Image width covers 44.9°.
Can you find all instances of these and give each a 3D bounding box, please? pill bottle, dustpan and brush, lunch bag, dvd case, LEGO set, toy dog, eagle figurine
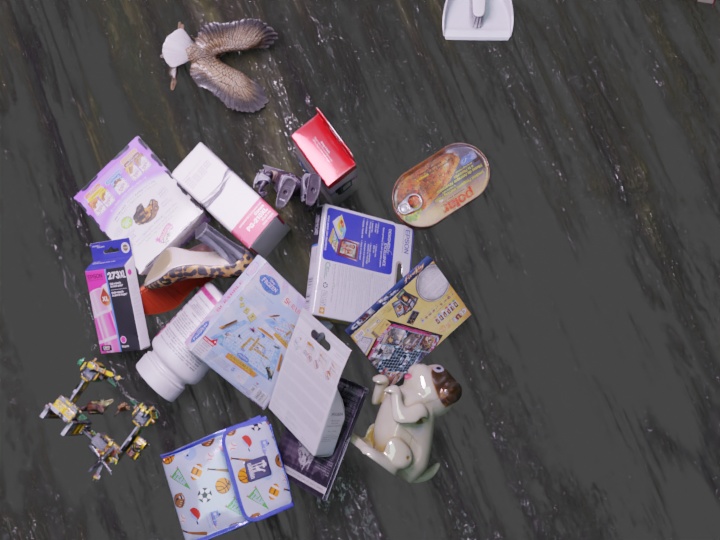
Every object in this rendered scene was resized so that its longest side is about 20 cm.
[{"bbox_3d":[-0.303,0.130,1.571,0.113,0.113,0.200,43,85,9],"label":"pill bottle"},{"bbox_3d":[0.228,-0.552,1.677,0.136,0.057,0.206,1,81,4],"label":"dustpan and brush"},{"bbox_3d":[-0.229,0.366,1.524,0.196,0.124,0.174,-19,80,-2],"label":"lunch bag"},{"bbox_3d":[-0.074,0.283,1.541,0.147,0.016,0.204,15,80,43],"label":"dvd case"},{"bbox_3d":[-0.470,0.256,1.558,0.154,0.116,0.200,-44,82,-4],"label":"LEGO set"},{"bbox_3d":[0.095,0.256,1.518,0.192,0.139,0.202,34,83,-10],"label":"toy dog"},{"bbox_3d":[-0.268,-0.405,1.652,0.196,0.153,0.153,17,62,11],"label":"eagle figurine"}]

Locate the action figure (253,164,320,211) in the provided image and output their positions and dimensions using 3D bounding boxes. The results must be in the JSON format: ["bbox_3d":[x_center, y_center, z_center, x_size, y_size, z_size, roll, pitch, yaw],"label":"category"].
[{"bbox_3d":[-0.127,-0.147,1.568,0.127,0.200,0.071,9,96,-13],"label":"action figure"}]

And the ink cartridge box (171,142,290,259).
[{"bbox_3d":[-0.234,-0.125,1.591,0.199,0.145,0.085,42,87,9],"label":"ink cartridge box"}]

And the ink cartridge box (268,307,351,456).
[{"bbox_3d":[-0.077,0.191,1.506,0.159,0.047,0.204,36,111,46],"label":"ink cartridge box"}]

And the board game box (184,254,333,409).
[{"bbox_3d":[-0.176,0.112,1.542,0.200,0.041,0.200,-49,126,-6],"label":"board game box"}]

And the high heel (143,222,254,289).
[{"bbox_3d":[-0.284,0.009,1.552,0.198,0.142,0.072,-33,38,28],"label":"high heel"}]

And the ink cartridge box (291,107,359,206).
[{"bbox_3d":[-0.062,-0.200,1.566,0.067,0.200,0.117,-36,80,-4],"label":"ink cartridge box"}]

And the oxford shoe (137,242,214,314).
[{"bbox_3d":[-0.349,0.016,1.627,0.197,0.072,0.073,-27,39,8],"label":"oxford shoe"}]

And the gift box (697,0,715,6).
[{"bbox_3d":[0.615,-0.601,1.608,0.182,0.184,0.205,13,85,14],"label":"gift box"}]

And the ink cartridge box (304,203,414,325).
[{"bbox_3d":[0.000,0.000,1.586,0.196,0.047,0.203,13,76,-31],"label":"ink cartridge box"}]

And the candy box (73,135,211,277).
[{"bbox_3d":[-0.408,-0.116,1.638,0.167,0.072,0.200,-43,81,-4],"label":"candy box"}]

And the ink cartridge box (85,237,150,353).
[{"bbox_3d":[-0.448,0.048,1.593,0.093,0.037,0.205,-7,95,23],"label":"ink cartridge box"}]

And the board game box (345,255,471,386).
[{"bbox_3d":[0.087,0.093,1.561,0.199,0.035,0.136,-41,114,-4],"label":"board game box"}]

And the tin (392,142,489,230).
[{"bbox_3d":[0.150,-0.155,1.625,0.197,0.042,0.113,-31,77,-6],"label":"tin"}]
